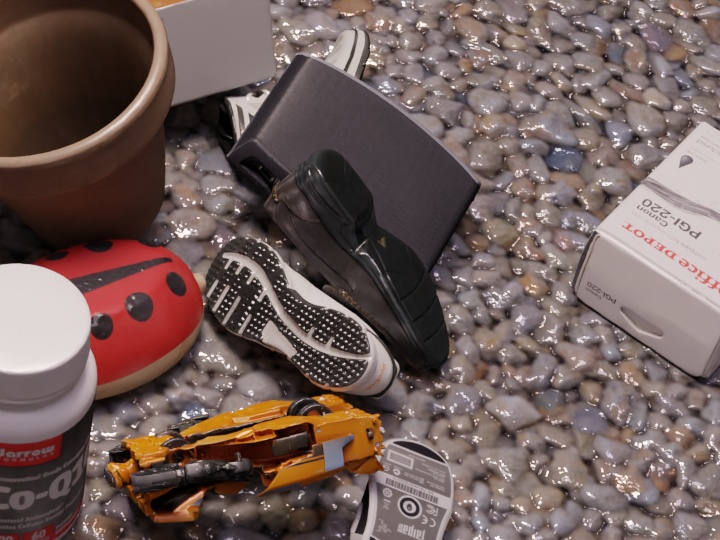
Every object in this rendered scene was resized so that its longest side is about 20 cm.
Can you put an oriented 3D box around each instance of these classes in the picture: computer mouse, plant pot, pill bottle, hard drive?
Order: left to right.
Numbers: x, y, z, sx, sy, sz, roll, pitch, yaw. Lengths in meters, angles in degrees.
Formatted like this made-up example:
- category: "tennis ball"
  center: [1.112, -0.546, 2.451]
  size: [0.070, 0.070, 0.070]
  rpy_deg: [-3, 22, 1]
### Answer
- category: "pill bottle"
  center: [-0.242, 0.099, 1.321]
  size: [0.113, 0.201, 0.115]
  rpy_deg: [7, 47, -7]
- category: "plant pot"
  center: [-0.229, -0.108, 1.514]
  size: [0.198, 0.175, 0.202]
  rpy_deg: [-6, 54, 9]
- category: "hard drive"
  center: [0.001, -0.087, 1.603]
  size: [0.199, 0.042, 0.135]
  rpy_deg: [36, 65, -7]
- category: "computer mouse"
  center: [0.026, 0.212, 1.394]
  size: [0.109, 0.044, 0.201]
  rpy_deg: [22, 46, -8]

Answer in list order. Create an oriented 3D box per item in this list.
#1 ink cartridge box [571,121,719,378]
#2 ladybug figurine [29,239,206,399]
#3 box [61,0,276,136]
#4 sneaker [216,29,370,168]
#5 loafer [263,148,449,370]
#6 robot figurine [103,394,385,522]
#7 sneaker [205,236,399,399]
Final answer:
- category: "ink cartridge box"
  center: [0.298, -0.021, 1.651]
  size: [0.145, 0.085, 0.200]
  rpy_deg: [34, 51, 17]
- category: "ladybug figurine"
  center: [-0.208, 0.031, 1.482]
  size: [0.199, 0.072, 0.136]
  rpy_deg: [-22, 56, -30]
- category: "box"
  center: [-0.190, -0.210, 1.655]
  size: [0.198, 0.098, 0.124]
  rpy_deg: [-18, 37, -21]
- category: "sneaker"
  center: [-0.063, -0.158, 1.689]
  size: [0.114, 0.076, 0.202]
  rpy_deg: [19, 49, 1]
- category: "loafer"
  center: [0.000, 0.000, 1.543]
  size: [0.201, 0.072, 0.073]
  rpy_deg: [57, 29, -4]
- category: "robot figurine"
  center: [-0.089, 0.137, 1.394]
  size: [0.198, 0.059, 0.145]
  rpy_deg: [-13, 9, -15]
- category: "sneaker"
  center: [-0.049, 0.044, 1.525]
  size: [0.200, 0.080, 0.074]
  rpy_deg: [39, 94, 35]
